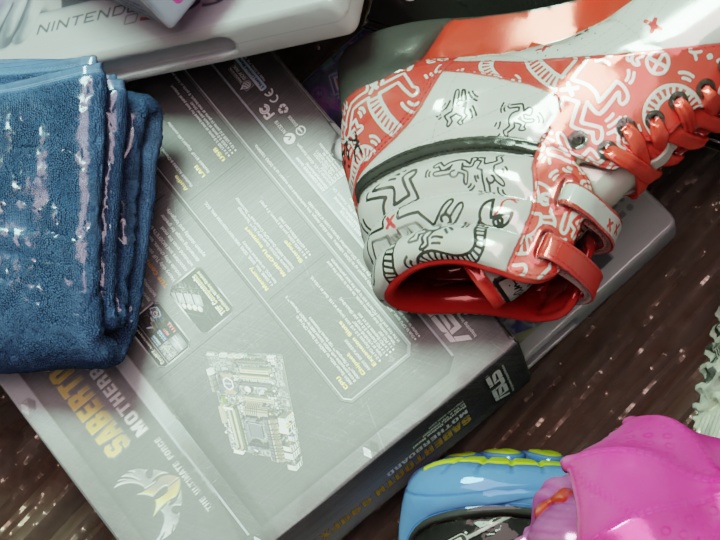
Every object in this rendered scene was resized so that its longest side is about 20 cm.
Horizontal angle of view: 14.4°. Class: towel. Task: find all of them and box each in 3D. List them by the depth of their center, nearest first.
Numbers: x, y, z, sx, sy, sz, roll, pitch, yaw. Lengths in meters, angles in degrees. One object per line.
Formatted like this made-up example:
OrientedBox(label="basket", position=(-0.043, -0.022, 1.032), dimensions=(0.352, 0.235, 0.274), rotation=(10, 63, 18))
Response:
OrientedBox(label="towel", position=(-0.173, -0.020, 1.027), dimensions=(0.198, 0.049, 0.113), rotation=(1, 81, 19))

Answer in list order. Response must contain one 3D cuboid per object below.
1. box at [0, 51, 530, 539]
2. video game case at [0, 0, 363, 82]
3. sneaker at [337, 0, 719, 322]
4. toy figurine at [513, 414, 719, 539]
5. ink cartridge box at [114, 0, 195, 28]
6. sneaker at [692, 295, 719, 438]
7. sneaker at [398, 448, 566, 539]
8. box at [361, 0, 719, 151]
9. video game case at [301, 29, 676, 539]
OrientedBox(label="box", position=(-0.059, 0.010, 1.049), dimensions=(0.158, 0.048, 0.200), rotation=(-39, 70, -3))
OrientedBox(label="video game case", position=(-0.065, -0.157, 1.071), dimensions=(0.181, 0.023, 0.201), rotation=(-9, 52, 30))
OrientedBox(label="sneaker", position=(0.091, -0.043, 0.980), dimensions=(0.200, 0.067, 0.109), rotation=(-12, 64, 14))
OrientedBox(label="toy figurine", position=(0.079, 0.137, 0.930), dimensions=(0.149, 0.200, 0.185), rotation=(14, 92, -33))
OrientedBox(label="ink cartridge box", position=(-0.043, -0.185, 1.025), dimensions=(0.200, 0.042, 0.119), rotation=(-53, 37, -6))
OrientedBox(label="sneaker", position=(0.192, -0.001, 1.034), dimensions=(0.099, 0.070, 0.201), rotation=(27, 63, -11))
OrientedBox(label="sneaker", position=(0.112, 0.111, 1.014), dimensions=(0.198, 0.071, 0.083), rotation=(5, 97, 6))
OrientedBox(label="box", position=(0.102, -0.159, 1.029), dimensions=(0.159, 0.049, 0.201), rotation=(19, 113, 5))
OrientedBox(label="video game case", position=(0.000, 0.000, 1.081), dimensions=(0.200, 0.018, 0.143), rotation=(-41, 72, -6))
